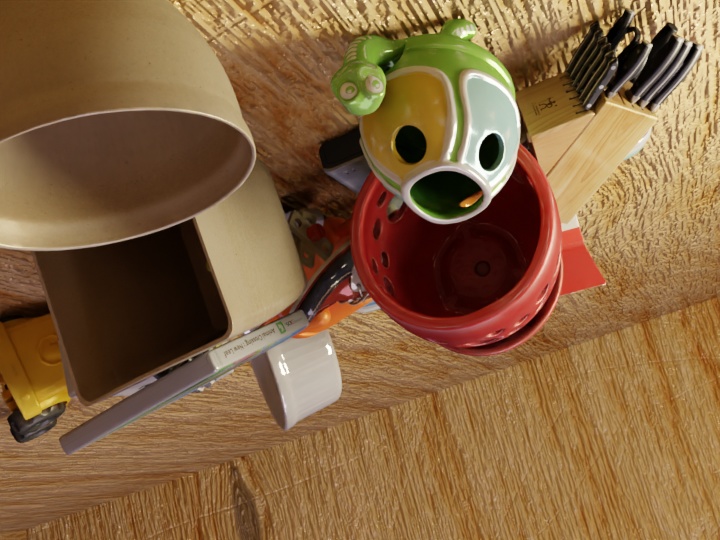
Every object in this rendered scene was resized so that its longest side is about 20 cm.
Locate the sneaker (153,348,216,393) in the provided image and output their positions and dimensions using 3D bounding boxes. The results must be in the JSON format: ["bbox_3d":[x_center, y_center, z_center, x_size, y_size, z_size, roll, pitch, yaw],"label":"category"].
[{"bbox_3d":[-0.222,0.046,1.071,0.077,0.201,0.080,-34,-164,14],"label":"sneaker"}]

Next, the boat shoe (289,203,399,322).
[{"bbox_3d":[0.000,0.000,1.063,0.200,0.063,0.071,-42,176,-41],"label":"boat shoe"}]

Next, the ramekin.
[{"bbox_3d":[-0.102,0.118,1.419,0.096,0.204,0.201,-19,166,-15],"label":"ramekin"}]

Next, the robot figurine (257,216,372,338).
[{"bbox_3d":[-0.053,0.012,1.207,0.115,0.146,0.199,9,149,-43],"label":"robot figurine"}]

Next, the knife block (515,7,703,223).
[{"bbox_3d":[0.244,-0.151,0.953,0.172,0.065,0.201,-19,142,9],"label":"knife block"}]

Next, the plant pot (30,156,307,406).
[{"bbox_3d":[-0.165,-0.015,0.915,0.198,0.203,0.176,-25,172,31],"label":"plant pot"}]

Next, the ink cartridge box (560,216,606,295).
[{"bbox_3d":[0.170,-0.048,1.120,0.158,0.202,0.051,-15,132,-3],"label":"ink cartridge box"}]

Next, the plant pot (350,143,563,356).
[{"bbox_3d":[0.106,-0.021,0.981,0.197,0.204,0.182,-19,161,12],"label":"plant pot"}]

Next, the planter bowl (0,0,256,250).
[{"bbox_3d":[-0.177,-0.114,0.632,0.196,0.137,0.201,-15,164,-4],"label":"planter bowl"}]

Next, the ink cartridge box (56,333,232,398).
[{"bbox_3d":[-0.255,0.066,1.160,0.083,0.147,0.199,-25,163,30],"label":"ink cartridge box"}]

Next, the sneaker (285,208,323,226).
[{"bbox_3d":[-0.114,-0.010,1.154,0.198,0.082,0.076,-28,166,32],"label":"sneaker"}]

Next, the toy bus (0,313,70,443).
[{"bbox_3d":[-0.385,0.115,1.273,0.190,0.137,0.200,-27,173,-25],"label":"toy bus"}]

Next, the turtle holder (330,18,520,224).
[{"bbox_3d":[0.062,-0.126,0.822,0.138,0.134,0.186,-9,146,11],"label":"turtle holder"}]

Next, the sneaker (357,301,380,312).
[{"bbox_3d":[0.045,0.008,1.408,0.198,0.078,0.080,-26,160,26],"label":"sneaker"}]

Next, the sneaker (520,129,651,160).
[{"bbox_3d":[0.229,-0.150,1.055,0.197,0.079,0.140,-27,164,-5],"label":"sneaker"}]

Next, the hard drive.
[{"bbox_3d":[0.055,-0.118,1.054,0.137,0.034,0.200,-21,164,16],"label":"hard drive"}]

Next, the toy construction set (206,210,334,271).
[{"bbox_3d":[-0.130,-0.008,1.070,0.198,0.132,0.092,-33,-170,26],"label":"toy construction set"}]

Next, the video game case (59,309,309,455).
[{"bbox_3d":[-0.165,0.106,0.950,0.198,0.022,0.182,-30,177,25],"label":"video game case"}]
